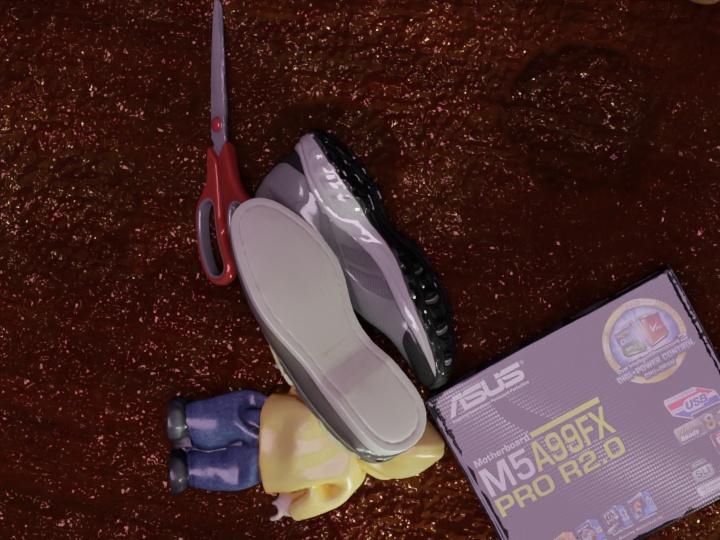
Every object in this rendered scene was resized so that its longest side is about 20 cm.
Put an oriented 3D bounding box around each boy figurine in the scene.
[{"bbox_3d":[-0.039,0.116,1.431,0.198,0.064,0.125,-4,95,5],"label":"boy figurine"}]

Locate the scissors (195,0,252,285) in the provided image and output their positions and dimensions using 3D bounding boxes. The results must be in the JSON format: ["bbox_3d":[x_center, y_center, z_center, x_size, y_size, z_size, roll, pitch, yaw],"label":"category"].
[{"bbox_3d":[-0.106,-0.091,1.438,0.073,0.014,0.202,-24,74,46],"label":"scissors"}]

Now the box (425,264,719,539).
[{"bbox_3d":[0.170,0.113,1.419,0.199,0.044,0.161,-28,93,8],"label":"box"}]

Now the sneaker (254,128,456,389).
[{"bbox_3d":[0.000,0.000,1.418,0.079,0.074,0.201,-35,85,17],"label":"sneaker"}]

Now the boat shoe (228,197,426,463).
[{"bbox_3d":[-0.032,0.045,1.373,0.072,0.060,0.202,-31,83,-27],"label":"boat shoe"}]

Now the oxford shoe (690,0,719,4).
[{"bbox_3d":[0.192,-0.267,1.369,0.071,0.071,0.201,-27,87,-2],"label":"oxford shoe"}]
